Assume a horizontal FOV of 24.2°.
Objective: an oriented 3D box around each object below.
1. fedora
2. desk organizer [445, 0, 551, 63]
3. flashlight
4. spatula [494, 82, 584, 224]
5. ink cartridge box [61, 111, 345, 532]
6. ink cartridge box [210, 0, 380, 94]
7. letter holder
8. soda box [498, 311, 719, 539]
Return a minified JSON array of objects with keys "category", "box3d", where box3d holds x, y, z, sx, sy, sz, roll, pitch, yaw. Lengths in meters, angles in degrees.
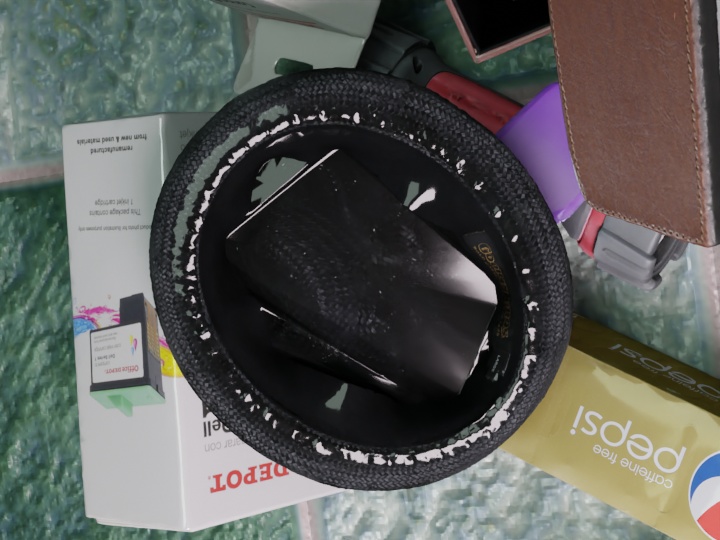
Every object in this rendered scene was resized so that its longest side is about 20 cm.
[{"category":"fedora","box3d":[0.000,0.000,0.788,0.198,0.092,0.203,0,101,0]},{"category":"desk organizer","box3d":[0.046,-0.201,0.735,0.071,0.077,0.201,-19,108,26]},{"category":"flashlight","box3d":[0.071,-0.064,0.827,0.199,0.068,0.068,30,148,19]},{"category":"spatula","box3d":[0.129,-0.105,0.765,0.057,0.020,0.201,46,107,24]},{"category":"ink cartridge box","box3d":[-0.069,0.021,0.862,0.083,0.144,0.203,0,94,42]},{"category":"ink cartridge box","box3d":[-0.033,-0.186,0.833,0.116,0.067,0.202,21,94,56]},{"category":"letter holder","box3d":[0.117,-0.131,0.655,0.142,0.100,0.202,23,127,55]},{"category":"soda box","box3d":[0.159,0.088,0.796,0.199,0.068,0.065,25,106,24]}]
